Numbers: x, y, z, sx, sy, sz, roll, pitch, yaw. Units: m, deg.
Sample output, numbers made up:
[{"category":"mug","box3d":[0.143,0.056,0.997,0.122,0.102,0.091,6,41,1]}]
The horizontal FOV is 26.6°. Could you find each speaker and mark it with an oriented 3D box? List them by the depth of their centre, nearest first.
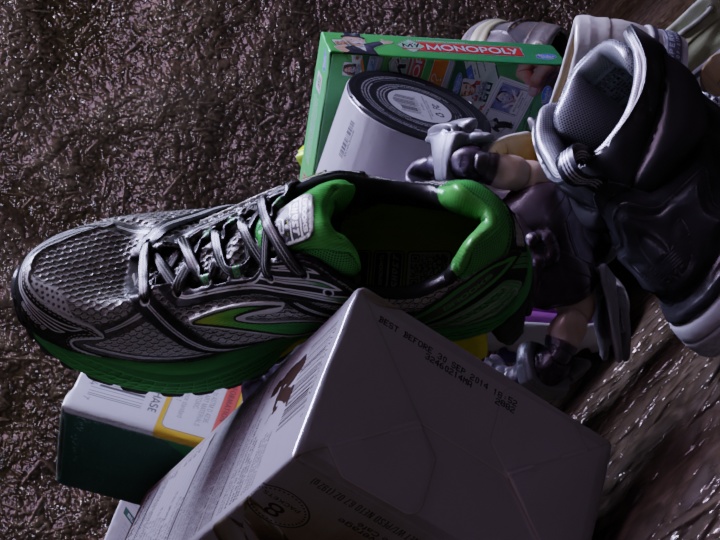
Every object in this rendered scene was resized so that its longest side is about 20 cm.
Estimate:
[{"category":"speaker","box3d":[0.000,0.000,0.816,0.081,0.081,0.200,-53,-15,-61]}]

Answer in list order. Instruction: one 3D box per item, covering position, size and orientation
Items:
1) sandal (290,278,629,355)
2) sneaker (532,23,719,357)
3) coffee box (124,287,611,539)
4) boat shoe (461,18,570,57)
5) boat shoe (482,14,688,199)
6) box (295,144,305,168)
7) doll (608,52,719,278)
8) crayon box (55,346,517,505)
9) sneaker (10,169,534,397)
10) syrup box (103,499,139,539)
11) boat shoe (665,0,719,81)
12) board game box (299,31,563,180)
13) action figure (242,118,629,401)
[{"category":"sandal","box3d":[0.033,0.001,0.729,0.083,0.202,0.050,-111,26,-51]},{"category":"sneaker","box3d":[0.139,-0.057,0.618,0.075,0.114,0.200,-45,4,37]},{"category":"coffee box","box3d":[-0.013,0.107,0.584,0.200,0.113,0.080,-45,17,48]},{"category":"boat shoe","box3d":[0.101,-0.063,0.953,0.073,0.201,0.074,-4,-4,42]},{"category":"boat shoe","box3d":[0.094,-0.045,0.778,0.071,0.070,0.200,-83,12,-47]},{"category":"box","box3d":[0.049,-0.026,0.985,0.048,0.200,0.122,-12,27,41]},{"category":"doll","box3d":[0.152,-0.038,0.823,0.137,0.048,0.200,-54,0,-30]},{"category":"crayon box","box3d":[-0.026,0.066,0.712,0.126,0.199,0.052,-73,-3,-52]},{"category":"sneaker","box3d":[-0.035,-0.007,0.576,0.085,0.199,0.078,78,-174,-61]},{"category":"syrup box","box3d":[-0.082,0.157,0.795,0.079,0.081,0.200,-25,-23,-36]},{"category":"boat shoe","box3d":[0.166,-0.097,0.924,0.200,0.062,0.072,-36,-14,-25]},{"category":"board game box","box3d":[0.031,-0.035,0.867,0.029,0.134,0.200,-110,26,-55]},{"category":"action figure","box3d":[0.036,0.003,0.663,0.200,0.130,0.069,-18,-10,-14]}]
